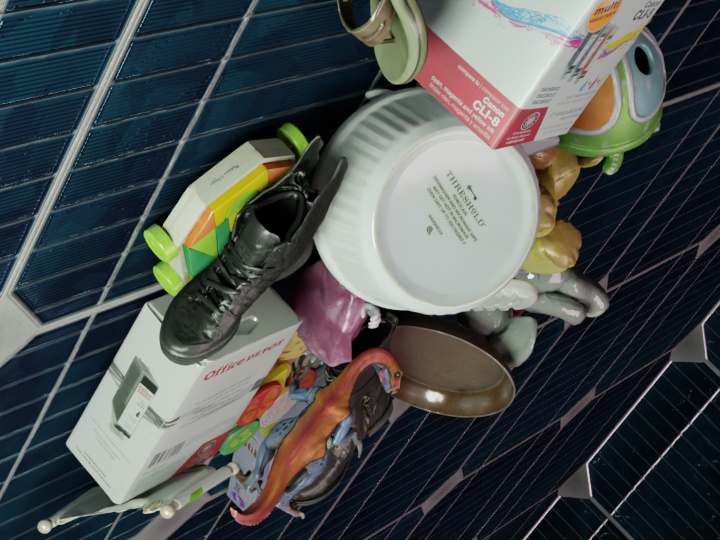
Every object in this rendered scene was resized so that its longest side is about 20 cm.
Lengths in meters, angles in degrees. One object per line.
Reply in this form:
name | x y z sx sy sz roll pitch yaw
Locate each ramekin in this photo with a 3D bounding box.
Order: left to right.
ramekin | 0.064 -0.054 1.425 0.202 0.203 0.094 -42 -155 -7

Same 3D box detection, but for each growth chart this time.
growth chart | -0.212 0.214 1.583 0.199 0.018 0.145 -13 -173 36

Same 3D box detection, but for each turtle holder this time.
turtle holder | 0.255 -0.202 1.677 0.185 0.141 0.132 -28 140 -24

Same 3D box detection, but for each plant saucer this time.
plant saucer | 0.091 0.110 1.962 0.201 0.199 0.035 104 5 -58

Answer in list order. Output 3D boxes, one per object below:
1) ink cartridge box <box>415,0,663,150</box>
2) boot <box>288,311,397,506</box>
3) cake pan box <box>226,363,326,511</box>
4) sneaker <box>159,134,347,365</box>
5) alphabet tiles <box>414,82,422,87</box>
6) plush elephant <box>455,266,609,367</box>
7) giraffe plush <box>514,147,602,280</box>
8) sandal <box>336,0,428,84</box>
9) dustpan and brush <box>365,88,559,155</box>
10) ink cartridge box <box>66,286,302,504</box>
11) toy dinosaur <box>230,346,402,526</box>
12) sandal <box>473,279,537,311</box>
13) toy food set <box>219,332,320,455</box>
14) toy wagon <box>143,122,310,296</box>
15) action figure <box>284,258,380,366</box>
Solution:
ink cartridge box | 0.148 -0.227 1.372 0.145 0.145 0.200 -16 146 -55
boot | -0.028 0.151 1.825 0.200 0.069 0.174 -49 158 -25
cake pan box | -0.071 0.193 1.970 0.184 0.052 0.200 -33 158 -28
sneaker | -0.089 -0.015 1.337 0.200 0.060 0.104 -43 165 -22
alphabet tiles | 0.056 -0.126 1.606 0.195 0.015 0.200 -28 155 -42
plush elephant | 0.180 0.025 1.985 0.155 0.165 0.200 -41 165 18
giraffe plush | 0.180 -0.089 1.770 0.163 0.172 0.200 -61 157 -20
sandal | 0.008 -0.211 1.239 0.057 0.080 0.201 -25 153 -5
dustpan and brush | 0.073 -0.130 1.508 0.139 0.058 0.200 -18 168 37
ink cartridge box | -0.163 0.103 1.515 0.147 0.083 0.200 -22 153 -51
toy dinosaur | -0.030 0.157 1.599 0.182 0.105 0.200 -50 -168 14
sandal | 0.091 0.010 1.784 0.083 0.201 0.050 99 -3 -71
toy food set | -0.090 0.104 1.735 0.200 0.049 0.198 -37 160 -25
toy wagon | -0.107 -0.038 1.400 0.155 0.040 0.200 -39 161 -17
action figure | 0.000 0.000 1.567 0.149 0.134 0.200 -30 160 -40
